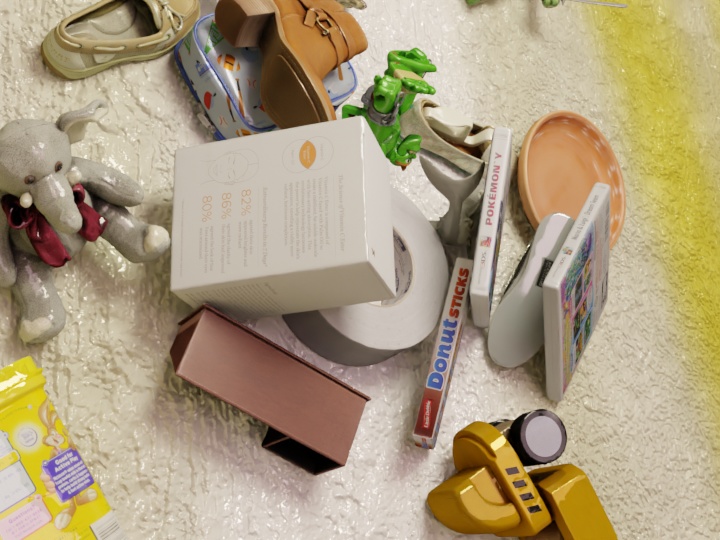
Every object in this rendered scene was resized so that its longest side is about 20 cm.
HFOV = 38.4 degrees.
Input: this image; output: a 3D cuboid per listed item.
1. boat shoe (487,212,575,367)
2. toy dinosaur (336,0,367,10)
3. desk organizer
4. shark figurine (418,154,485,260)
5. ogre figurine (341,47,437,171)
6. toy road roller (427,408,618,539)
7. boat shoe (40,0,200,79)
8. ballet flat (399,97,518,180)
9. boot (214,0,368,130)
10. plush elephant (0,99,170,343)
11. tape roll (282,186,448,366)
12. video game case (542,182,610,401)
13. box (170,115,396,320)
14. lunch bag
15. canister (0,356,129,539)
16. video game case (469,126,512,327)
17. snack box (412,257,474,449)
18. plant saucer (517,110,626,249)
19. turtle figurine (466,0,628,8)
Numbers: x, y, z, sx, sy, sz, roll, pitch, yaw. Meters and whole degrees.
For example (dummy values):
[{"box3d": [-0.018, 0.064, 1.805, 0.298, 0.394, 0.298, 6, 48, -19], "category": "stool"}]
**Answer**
[{"box3d": [0.211, 0.028, 1.261, 0.070, 0.064, 0.201, 26, 80, 4], "category": "boat shoe"}, {"box3d": [-0.079, -0.380, 1.262, 0.200, 0.047, 0.088, 50, 38, -6], "category": "toy dinosaur"}, {"box3d": [-0.097, 0.121, 1.023, 0.199, 0.072, 0.078, 32, 59, -19], "category": "desk organizer"}, {"box3d": [0.098, -0.063, 1.211, 0.089, 0.214, 0.130, 14, 91, 14], "category": "shark figurine"}, {"box3d": [0.032, -0.182, 1.178, 0.097, 0.121, 0.201, 18, 27, -16], "category": "ogre figurine"}, {"box3d": [0.164, 0.256, 1.113, 0.145, 0.123, 0.201, -28, 86, -23], "category": "toy road roller"}, {"box3d": [-0.242, -0.264, 1.092, 0.200, 0.063, 0.074, -31, 89, -38], "category": "boat shoe"}, {"box3d": [0.136, -0.163, 1.300, 0.198, 0.062, 0.068, 16, 62, -28], "category": "ballet flat"}, {"box3d": [-0.045, -0.223, 1.093, 0.154, 0.074, 0.201, -18, 70, -46], "category": "boot"}, {"box3d": [-0.277, -0.068, 0.915, 0.164, 0.155, 0.201, -31, 82, -17], "category": "plush elephant"}, {"box3d": [0.000, 0.000, 1.140, 0.199, 0.066, 0.202, 13, 64, -29], "category": "tape roll"}, {"box3d": [0.262, 0.027, 1.247, 0.023, 0.201, 0.183, 15, 50, 25], "category": "video game case"}, {"box3d": [-0.074, -0.046, 1.016, 0.106, 0.198, 0.154, 53, 33, -64], "category": "box"}, {"box3d": [-0.105, -0.219, 1.159, 0.199, 0.075, 0.161, -31, 91, -39], "category": "lunch bag"}, {"box3d": [-0.290, 0.195, 0.854, 0.148, 0.086, 0.201, -30, 90, -38], "category": "canister"}, {"box3d": [0.147, -0.041, 1.165, 0.023, 0.200, 0.184, 8, 79, 9], "category": "video game case"}, {"box3d": [0.093, 0.091, 1.134, 0.024, 0.072, 0.202, 13, 73, 10], "category": "snack box"}, {"box3d": [0.275, -0.110, 1.369, 0.199, 0.037, 0.203, 8, 76, -36], "category": "plant saucer"}, {"box3d": [0.238, -0.438, 1.417, 0.192, 0.145, 0.200, -17, 37, -19], "category": "turtle figurine"}]
